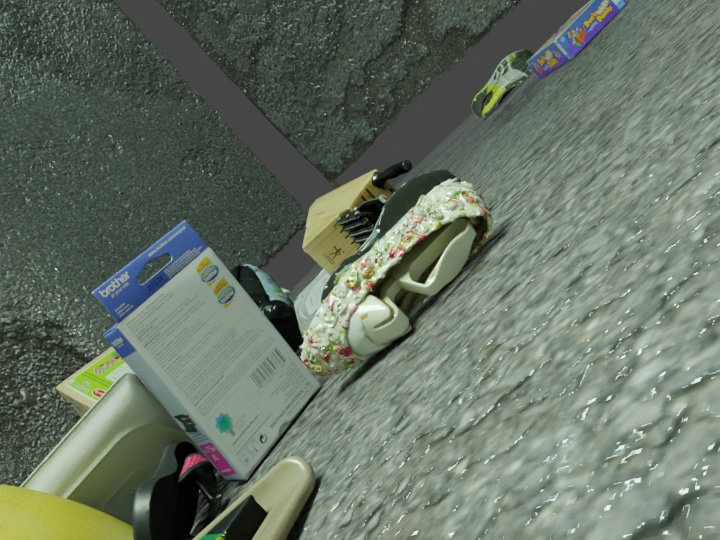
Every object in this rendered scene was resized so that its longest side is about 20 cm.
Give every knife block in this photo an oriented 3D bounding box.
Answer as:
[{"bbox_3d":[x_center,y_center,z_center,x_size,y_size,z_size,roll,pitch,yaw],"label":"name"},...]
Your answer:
[{"bbox_3d":[0.014,-0.078,0.907,0.175,0.064,0.201,-40,18,16],"label":"knife block"}]

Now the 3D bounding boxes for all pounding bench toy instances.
[{"bbox_3d":[-0.206,0.167,0.818,0.124,0.157,0.199,-39,25,-31],"label":"pounding bench toy"}]

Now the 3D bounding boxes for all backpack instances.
[{"bbox_3d":[-0.158,0.078,1.073,0.164,0.153,0.200,-54,43,7],"label":"backpack"}]

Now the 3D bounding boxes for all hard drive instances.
[{"bbox_3d":[0.000,0.000,0.934,0.200,0.038,0.140,-44,18,5],"label":"hard drive"}]

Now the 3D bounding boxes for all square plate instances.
[{"bbox_3d":[-0.213,0.197,0.705,0.198,0.028,0.200,-47,-34,2],"label":"square plate"}]

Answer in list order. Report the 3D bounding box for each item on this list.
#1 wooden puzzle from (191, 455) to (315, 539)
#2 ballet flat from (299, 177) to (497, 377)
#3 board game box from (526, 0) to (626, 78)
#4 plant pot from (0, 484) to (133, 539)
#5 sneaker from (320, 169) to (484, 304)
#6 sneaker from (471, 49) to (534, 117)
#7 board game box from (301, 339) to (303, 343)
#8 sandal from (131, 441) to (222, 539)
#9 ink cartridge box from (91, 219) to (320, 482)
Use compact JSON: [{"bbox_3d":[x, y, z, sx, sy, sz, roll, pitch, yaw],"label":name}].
[{"bbox_3d":[-0.113,0.195,0.393,0.185,0.037,0.200,-44,5,17],"label":"wooden puzzle"},{"bbox_3d":[0.030,0.011,0.593,0.201,0.076,0.064,-50,38,0],"label":"ballet flat"},{"bbox_3d":[0.393,-0.435,1.392,0.134,0.045,0.200,-45,5,1],"label":"board game box"},{"bbox_3d":[-0.258,0.248,0.566,0.200,0.142,0.200,-44,5,5],"label":"plant pot"},{"bbox_3d":[0.033,-0.016,0.739,0.199,0.080,0.086,-40,-7,-14],"label":"sneaker"},{"bbox_3d":[0.353,-0.473,1.894,0.200,0.074,0.085,-44,4,16],"label":"sneaker"},{"bbox_3d":[-0.176,0.161,1.228,0.200,0.041,0.200,-46,5,-9],"label":"board game box"},{"bbox_3d":[-0.134,0.179,0.587,0.044,0.076,0.200,-10,-2,-6],"label":"sandal"},{"bbox_3d":[-0.134,0.069,0.662,0.042,0.201,0.119,-23,18,47],"label":"ink cartridge box"}]
